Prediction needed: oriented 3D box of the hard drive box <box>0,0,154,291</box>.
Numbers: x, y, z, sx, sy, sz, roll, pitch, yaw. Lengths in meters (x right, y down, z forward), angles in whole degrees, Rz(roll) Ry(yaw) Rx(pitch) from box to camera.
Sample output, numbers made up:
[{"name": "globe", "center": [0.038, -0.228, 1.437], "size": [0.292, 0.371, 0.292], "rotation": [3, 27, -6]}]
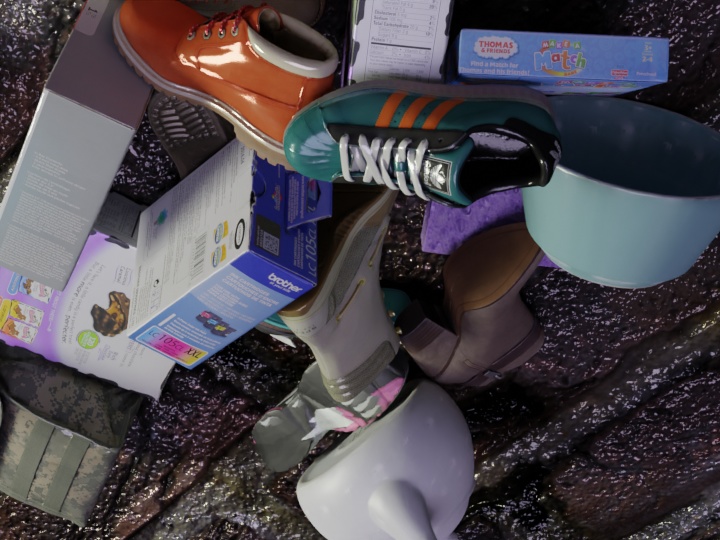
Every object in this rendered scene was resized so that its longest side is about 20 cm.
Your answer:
[{"name": "hard drive box", "center": [-0.230, -0.110, 1.036], "size": [0.076, 0.157, 0.201], "rotation": [23, 132, -13]}]

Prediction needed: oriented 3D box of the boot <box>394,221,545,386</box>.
[{"name": "boot", "center": [0.130, 0.039, 1.189], "size": [0.199, 0.071, 0.145], "rotation": [-35, 140, 27]}]

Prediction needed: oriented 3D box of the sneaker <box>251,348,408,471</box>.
[{"name": "sneaker", "center": [-0.026, 0.120, 1.257], "size": [0.199, 0.086, 0.081], "rotation": [-32, 94, 34]}]

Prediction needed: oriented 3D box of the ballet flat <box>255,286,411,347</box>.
[{"name": "ballet flat", "center": [-0.047, 0.044, 1.208], "size": [0.197, 0.069, 0.069], "rotation": [11, 148, -11]}]

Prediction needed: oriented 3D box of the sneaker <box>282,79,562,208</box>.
[{"name": "sneaker", "center": [0.042, -0.085, 0.875], "size": [0.197, 0.080, 0.072], "rotation": [-5, 127, 3]}]

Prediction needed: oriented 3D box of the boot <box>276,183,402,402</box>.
[{"name": "boot", "center": [0.000, 0.000, 1.125], "size": [0.071, 0.201, 0.155], "rotation": [10, 146, 32]}]

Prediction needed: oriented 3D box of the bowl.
[{"name": "bowl", "center": [0.213, -0.059, 1.035], "size": [0.198, 0.202, 0.106], "rotation": [8, 119, -4]}]

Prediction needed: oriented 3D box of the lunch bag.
[{"name": "lunch bag", "center": [-0.334, 0.146, 1.264], "size": [0.198, 0.118, 0.165], "rotation": [26, 133, -8]}]

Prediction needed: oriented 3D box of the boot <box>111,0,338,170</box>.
[{"name": "boot", "center": [-0.100, -0.171, 0.941], "size": [0.199, 0.075, 0.108], "rotation": [32, 141, 11]}]

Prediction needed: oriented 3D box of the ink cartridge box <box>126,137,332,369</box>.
[{"name": "ink cartridge box", "center": [-0.104, -0.026, 1.041], "size": [0.076, 0.138, 0.199], "rotation": [27, 136, -33]}]

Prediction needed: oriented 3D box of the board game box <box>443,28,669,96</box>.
[{"name": "board game box", "center": [0.144, -0.159, 0.980], "size": [0.149, 0.200, 0.037], "rotation": [3, 96, 0]}]

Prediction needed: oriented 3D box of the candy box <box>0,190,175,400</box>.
[{"name": "candy box", "center": [-0.250, 0.013, 1.194], "size": [0.198, 0.072, 0.169], "rotation": [23, 124, -13]}]

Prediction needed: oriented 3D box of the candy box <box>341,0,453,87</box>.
[{"name": "candy box", "center": [0.027, -0.200, 0.957], "size": [0.070, 0.169, 0.202], "rotation": [5, 126, -3]}]

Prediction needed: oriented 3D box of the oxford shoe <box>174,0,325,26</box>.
[{"name": "oxford shoe", "center": [-0.125, -0.229, 1.009], "size": [0.197, 0.074, 0.071], "rotation": [14, 123, -9]}]

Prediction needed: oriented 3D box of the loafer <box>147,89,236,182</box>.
[{"name": "loafer", "center": [-0.129, -0.106, 1.108], "size": [0.074, 0.069, 0.201], "rotation": [-6, 142, 8]}]

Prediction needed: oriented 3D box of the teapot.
[{"name": "teapot", "center": [0.043, 0.213, 1.230], "size": [0.147, 0.200, 0.197], "rotation": [50, 140, -3]}]

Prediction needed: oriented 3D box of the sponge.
[{"name": "sponge", "center": [0.161, -0.057, 1.152], "size": [0.197, 0.030, 0.113], "rotation": [6, 127, -4]}]
